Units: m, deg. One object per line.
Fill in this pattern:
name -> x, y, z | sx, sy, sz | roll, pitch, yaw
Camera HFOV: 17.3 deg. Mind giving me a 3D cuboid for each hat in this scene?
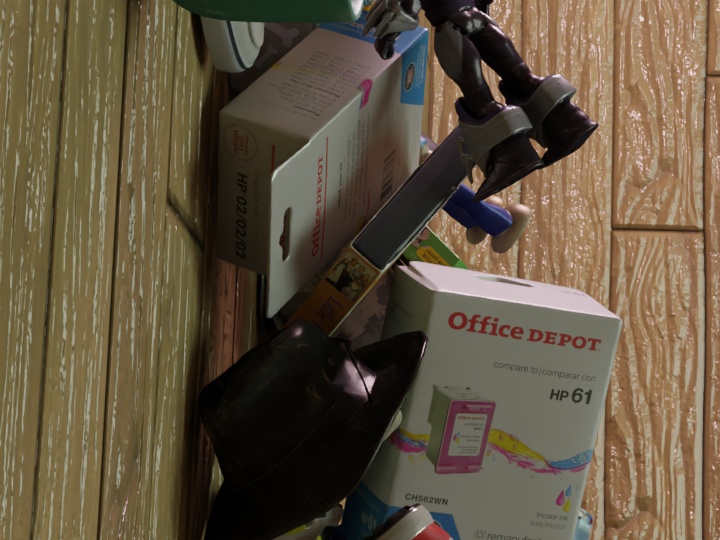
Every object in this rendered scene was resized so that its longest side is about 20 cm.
hat -> -0.050, 0.084, 1.442 | 0.081, 0.200, 0.201 | 48, 20, -15

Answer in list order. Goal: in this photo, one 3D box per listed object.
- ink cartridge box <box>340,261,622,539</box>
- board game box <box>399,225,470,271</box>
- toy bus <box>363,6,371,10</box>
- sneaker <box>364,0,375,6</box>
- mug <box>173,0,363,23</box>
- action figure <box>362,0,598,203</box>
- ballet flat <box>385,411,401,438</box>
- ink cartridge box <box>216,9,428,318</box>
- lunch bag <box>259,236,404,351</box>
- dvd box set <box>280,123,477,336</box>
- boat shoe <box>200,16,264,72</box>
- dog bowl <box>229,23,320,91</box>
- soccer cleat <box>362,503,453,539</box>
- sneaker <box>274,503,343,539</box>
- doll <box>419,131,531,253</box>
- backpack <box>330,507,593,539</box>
ink cartridge box -> 0.082, 0.106, 1.632 | 0.085, 0.144, 0.200 | -145, -116, -70
board game box -> 0.026, -0.034, 1.787 | 0.200, 0.029, 0.135 | 46, 0, 32
toy bus -> -0.024, -0.232, 1.786 | 0.200, 0.078, 0.065 | 85, 9, -51
sneaker -> 0.023, -0.220, 1.622 | 0.200, 0.086, 0.078 | 16, 76, -84
mug -> -0.056, -0.217, 1.226 | 0.152, 0.114, 0.185 | 84, 8, -52
action figure -> 0.063, -0.150, 1.499 | 0.069, 0.130, 0.200 | -34, -97, 50
ballet flat -> -0.026, 0.115, 1.606 | 0.200, 0.067, 0.062 | 160, -52, -69
ink cartridge box -> -0.034, -0.071, 1.504 | 0.200, 0.068, 0.115 | -46, 148, -46
lunch bag -> -0.006, 0.036, 1.782 | 0.200, 0.117, 0.164 | 59, 3, 12
dvd box set -> 0.000, 0.000, 1.562 | 0.146, 0.029, 0.200 | -49, 179, -40
boat shoe -> -0.054, -0.211, 1.404 | 0.075, 0.086, 0.202 | -79, 169, -62
dog bowl -> -0.050, -0.187, 1.623 | 0.200, 0.059, 0.201 | 0, 90, -85
soccer cleat -> -0.012, 0.237, 1.510 | 0.200, 0.073, 0.068 | -45, 171, 14
sneaker -> -0.063, 0.185, 1.581 | 0.200, 0.074, 0.085 | 32, 77, -84
doll -> 0.033, -0.086, 1.770 | 0.049, 0.200, 0.136 | -57, -150, -7
backpack -> 0.074, 0.235, 1.788 | 0.200, 0.183, 0.147 | 25, 57, -38
